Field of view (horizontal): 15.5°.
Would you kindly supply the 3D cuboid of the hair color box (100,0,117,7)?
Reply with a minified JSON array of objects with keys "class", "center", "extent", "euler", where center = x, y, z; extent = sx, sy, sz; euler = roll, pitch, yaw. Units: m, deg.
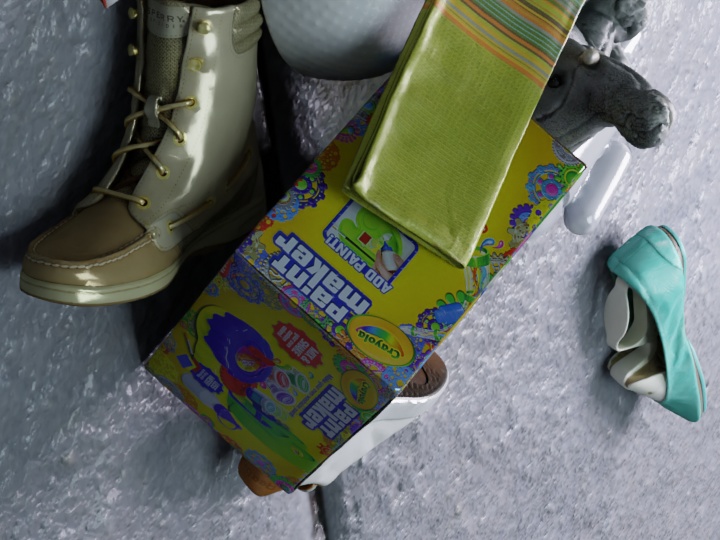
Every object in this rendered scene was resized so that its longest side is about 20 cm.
[{"class":"hair color box","center":[-0.116,-0.230,1.316],"extent":[0.101,0.061,0.200],"euler":[-35,154,-16]}]

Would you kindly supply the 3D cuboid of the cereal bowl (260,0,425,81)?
[{"class":"cereal bowl","center":[0.016,-0.206,1.529],"extent":[0.200,0.083,0.201],"euler":[6,90,-68]}]

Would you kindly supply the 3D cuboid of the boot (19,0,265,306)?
[{"class":"boot","center":[-0.116,-0.074,1.460],"extent":[0.200,0.073,0.156],"euler":[-30,131,-50]}]

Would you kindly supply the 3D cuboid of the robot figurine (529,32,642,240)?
[{"class":"robot figurine","center":[0.105,-0.099,1.734],"extent":[0.170,0.113,0.200],"euler":[39,70,-15]}]

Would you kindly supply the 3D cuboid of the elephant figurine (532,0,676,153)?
[{"class":"elephant figurine","center":[0.101,-0.112,1.579],"extent":[0.200,0.141,0.155],"euler":[-77,-169,-51]}]

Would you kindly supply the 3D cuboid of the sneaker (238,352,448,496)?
[{"class":"sneaker","center":[-0.018,0.092,1.723],"extent":[0.085,0.073,0.200],"euler":[-51,165,31]}]

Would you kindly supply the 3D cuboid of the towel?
[{"class":"towel","center":[0.061,-0.104,1.474],"extent":[0.086,0.018,0.200],"euler":[32,62,-15]}]

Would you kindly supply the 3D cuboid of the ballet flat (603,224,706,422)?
[{"class":"ballet flat","center":[0.220,0.051,2.045],"extent":[0.070,0.067,0.200],"euler":[-27,133,-15]}]

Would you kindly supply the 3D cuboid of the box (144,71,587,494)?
[{"class":"box","center":[0.000,0.000,1.540],"extent":[0.193,0.122,0.200],"euler":[-50,-179,-29]}]
